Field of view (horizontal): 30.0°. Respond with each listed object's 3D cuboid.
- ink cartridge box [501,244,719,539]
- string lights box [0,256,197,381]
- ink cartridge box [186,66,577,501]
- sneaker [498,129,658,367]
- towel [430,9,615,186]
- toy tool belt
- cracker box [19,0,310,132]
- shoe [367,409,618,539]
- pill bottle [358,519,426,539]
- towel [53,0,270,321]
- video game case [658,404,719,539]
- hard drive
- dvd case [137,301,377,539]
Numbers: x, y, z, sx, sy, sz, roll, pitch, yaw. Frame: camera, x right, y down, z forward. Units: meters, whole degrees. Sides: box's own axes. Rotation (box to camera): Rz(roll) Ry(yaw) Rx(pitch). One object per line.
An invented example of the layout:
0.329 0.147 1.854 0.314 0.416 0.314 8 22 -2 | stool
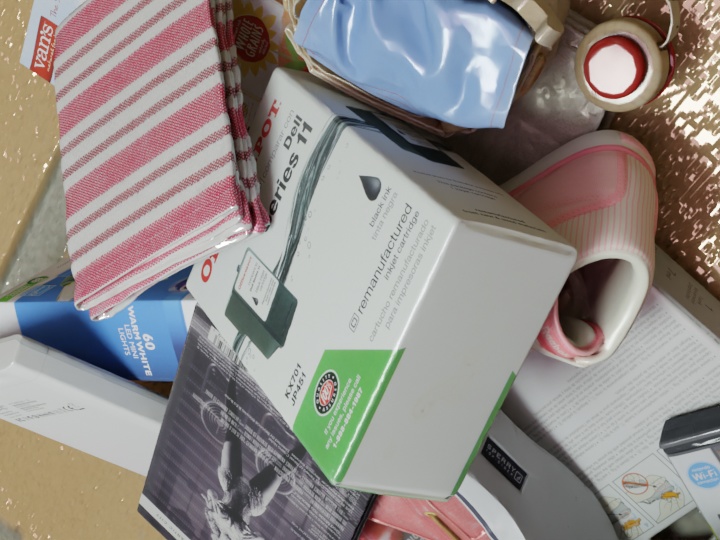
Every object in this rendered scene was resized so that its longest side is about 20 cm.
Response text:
0.155 0.098 0.791 0.173 0.044 0.200 41 126 -7 | ink cartridge box
-0.137 0.027 0.896 0.198 0.103 0.060 -2 111 31 | string lights box
0.000 0.000 0.702 0.200 0.082 0.148 45 116 50 | ink cartridge box
0.076 0.016 0.719 0.075 0.105 0.200 35 126 -28 | sneaker
0.065 -0.073 0.777 0.132 0.034 0.201 35 125 15 | towel
0.049 -0.120 0.667 0.199 0.123 0.126 24 114 19 | toy tool belt
-0.109 -0.144 0.835 0.199 0.058 0.135 33 123 14 | cracker box
0.067 0.137 0.787 0.200 0.072 0.091 47 140 -16 | shoe
0.055 0.212 0.856 0.200 0.111 0.111 46 126 5 | pill bottle
-0.119 -0.087 0.763 0.146 0.030 0.202 -26 63 36 | towel
0.287 0.131 0.711 0.199 0.026 0.182 -21 111 34 | video game case
-0.173 0.099 0.905 0.199 0.027 0.131 29 152 -33 | hard drive
-0.065 0.131 0.818 0.148 0.016 0.201 38 132 19 | dvd case
